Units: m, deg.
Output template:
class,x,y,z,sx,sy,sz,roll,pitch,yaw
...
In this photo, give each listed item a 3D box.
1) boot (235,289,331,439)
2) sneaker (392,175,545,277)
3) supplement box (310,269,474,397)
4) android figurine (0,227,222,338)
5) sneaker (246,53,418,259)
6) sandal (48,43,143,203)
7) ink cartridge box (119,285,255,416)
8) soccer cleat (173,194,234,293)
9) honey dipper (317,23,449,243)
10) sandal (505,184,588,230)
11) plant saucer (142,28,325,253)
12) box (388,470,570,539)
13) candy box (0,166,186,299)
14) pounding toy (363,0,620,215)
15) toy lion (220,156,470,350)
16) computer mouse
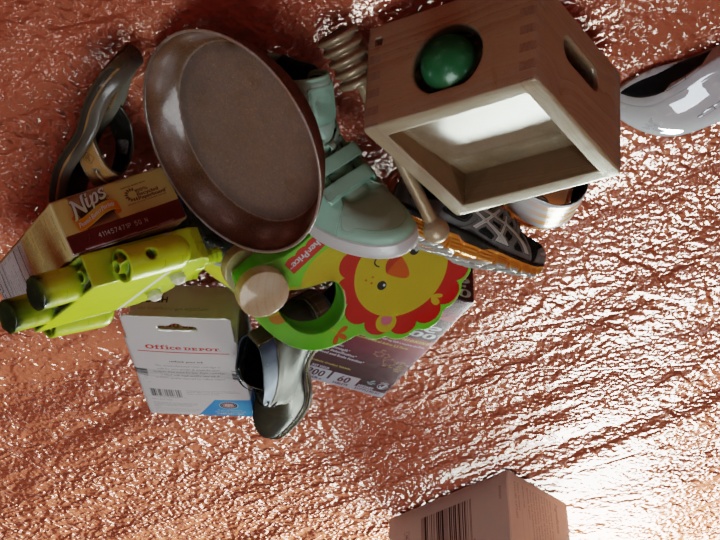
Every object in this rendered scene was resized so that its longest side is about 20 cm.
class,x,y,z,sx,sy,sz,roll,pitch,yaw
boot,-0.098,0.109,1.644,0.097,0.075,0.200,-25,145,-42
sneaker,0.103,-0.044,1.471,0.078,0.077,0.200,6,170,44
supplement box,0.020,0.047,1.655,0.109,0.061,0.200,16,140,-22
android figurine,-0.214,0.010,1.439,0.200,0.041,0.182,-14,168,-41
sneaker,-0.028,-0.099,1.363,0.200,0.074,0.118,39,144,21
sandal,-0.219,-0.113,1.406,0.055,0.082,0.200,31,131,-5
ink cartridge box,-0.172,0.073,1.667,0.116,0.068,0.200,2,148,4
soccer cleat,-0.135,-0.022,1.569,0.084,0.065,0.200,14,160,34
honey dipper,0.026,-0.111,1.365,0.038,0.038,0.200,-21,107,26
sandal,0.169,-0.089,1.467,0.079,0.059,0.207,3,144,-5
plant saucer,-0.099,-0.111,1.347,0.200,0.034,0.200,26,134,31
box,0.149,0.384,2.011,0.199,0.200,0.131,-29,136,33
candy box,-0.249,-0.023,1.471,0.115,0.055,0.200,-21,172,-31
pounding toy,0.111,-0.168,1.315,0.184,0.142,0.200,-14,148,30
toy lion,0.000,0.000,1.511,0.200,0.069,0.192,-42,125,2
computer mouse,0.313,-0.156,1.390,0.200,0.044,0.110,-22,141,26
